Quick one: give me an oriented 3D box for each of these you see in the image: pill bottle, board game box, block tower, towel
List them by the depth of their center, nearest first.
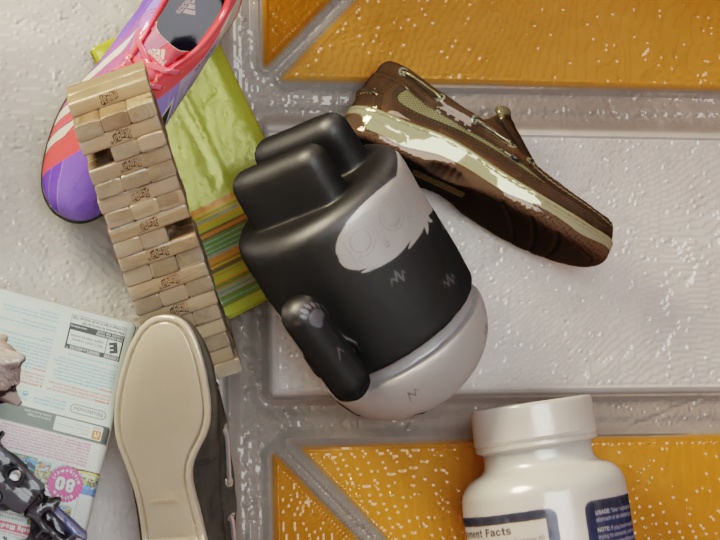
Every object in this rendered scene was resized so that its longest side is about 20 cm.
[{"bbox_3d":[-0.236,0.115,1.554,0.146,0.064,0.202,16,79,-12],"label":"board game box"},{"bbox_3d":[-0.130,-0.025,1.558,0.057,0.054,0.201,-18,112,0],"label":"block tower"},{"bbox_3d":[0.126,0.187,1.616,0.110,0.111,0.202,-7,86,-15],"label":"pill bottle"},{"bbox_3d":[-0.101,-0.072,1.635,0.086,0.018,0.201,-26,91,-19],"label":"towel"}]

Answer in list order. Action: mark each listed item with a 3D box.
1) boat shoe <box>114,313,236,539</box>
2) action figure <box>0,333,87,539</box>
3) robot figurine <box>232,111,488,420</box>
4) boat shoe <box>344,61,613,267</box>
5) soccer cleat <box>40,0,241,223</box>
[{"bbox_3d":[-0.114,0.121,1.566,0.066,0.057,0.202,0,103,16],"label":"boat shoe"},{"bbox_3d":[-0.254,0.126,1.465,0.199,0.105,0.194,35,82,-9],"label":"action figure"},{"bbox_3d":[-0.002,0.001,1.585,0.150,0.125,0.201,-39,111,-18],"label":"robot figurine"},{"bbox_3d":[0.088,-0.077,1.656,0.201,0.075,0.075,28,72,-10],"label":"boat shoe"},{"bbox_3d":[-0.141,-0.121,1.579,0.068,0.073,0.201,34,84,-5],"label":"soccer cleat"}]
